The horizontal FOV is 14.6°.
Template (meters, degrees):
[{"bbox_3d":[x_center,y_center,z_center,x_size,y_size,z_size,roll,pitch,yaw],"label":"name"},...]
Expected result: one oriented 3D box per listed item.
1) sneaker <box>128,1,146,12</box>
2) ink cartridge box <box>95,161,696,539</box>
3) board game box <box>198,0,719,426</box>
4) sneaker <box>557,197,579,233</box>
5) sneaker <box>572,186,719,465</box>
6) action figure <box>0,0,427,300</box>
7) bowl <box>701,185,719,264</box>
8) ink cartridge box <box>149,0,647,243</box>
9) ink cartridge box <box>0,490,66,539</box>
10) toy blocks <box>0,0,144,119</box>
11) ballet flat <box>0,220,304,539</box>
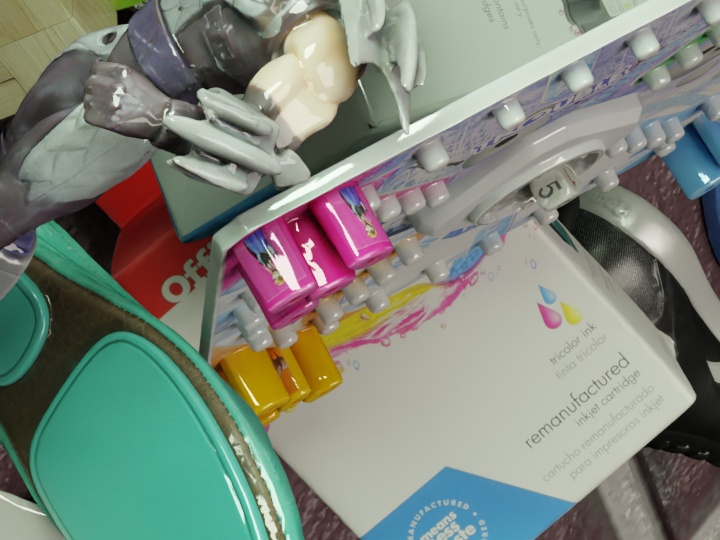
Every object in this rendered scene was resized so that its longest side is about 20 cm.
[{"bbox_3d":[-0.109,-0.139,0.818,0.200,0.078,0.082,49,48,-39],"label":"sneaker"},{"bbox_3d":[0.000,0.000,0.922,0.116,0.067,0.200,-42,103,9],"label":"ink cartridge box"},{"bbox_3d":[0.050,-0.024,0.782,0.200,0.026,0.200,-27,171,-10],"label":"board game box"},{"bbox_3d":[-0.003,0.006,0.990,0.200,0.112,0.073,-47,137,-21],"label":"sneaker"},{"bbox_3d":[0.113,0.061,1.172,0.112,0.073,0.200,-52,130,-12],"label":"sneaker"},{"bbox_3d":[-0.058,-0.044,0.680,0.200,0.130,0.069,-36,115,15],"label":"action figure"},{"bbox_3d":[0.231,-0.073,1.267,0.201,0.039,0.201,-23,124,-39],"label":"bowl"},{"bbox_3d":[0.042,-0.078,0.826,0.200,0.115,0.068,-19,86,-34],"label":"ink cartridge box"},{"bbox_3d":[-0.168,0.127,0.835,0.117,0.067,0.200,22,108,-26],"label":"ink cartridge box"},{"bbox_3d":[-0.163,-0.086,0.744,0.137,0.200,0.100,53,23,-45],"label":"toy blocks"},{"bbox_3d":[-0.075,0.030,0.800,0.067,0.200,0.070,-54,159,17],"label":"ballet flat"}]
